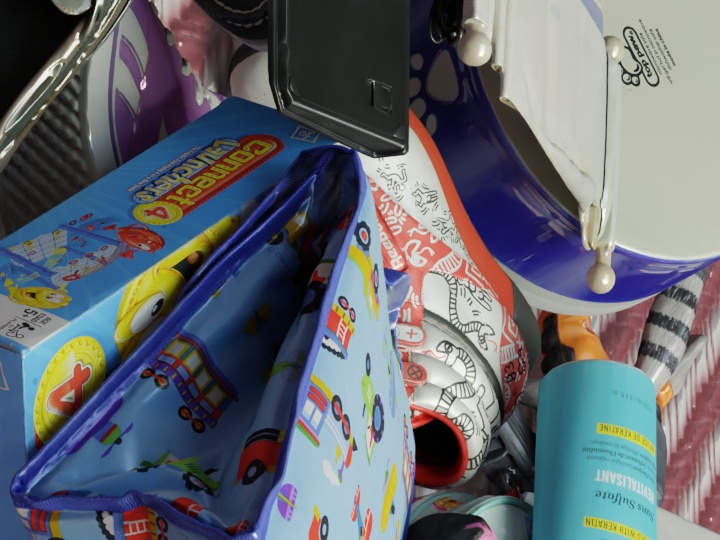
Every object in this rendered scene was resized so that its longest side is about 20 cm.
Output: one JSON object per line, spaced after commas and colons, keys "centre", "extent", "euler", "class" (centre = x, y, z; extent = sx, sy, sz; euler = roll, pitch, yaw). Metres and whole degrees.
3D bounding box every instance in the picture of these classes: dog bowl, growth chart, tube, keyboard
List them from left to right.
{"centre": [0.004, -0.140, 0.942], "extent": [0.127, 0.021, 0.201], "euler": [19, 67, -49], "class": "keyboard"}
{"centre": [0.080, -0.099, 1.036], "extent": [0.200, 0.018, 0.145], "euler": [53, 38, -53], "class": "growth chart"}
{"centre": [0.109, -0.085, 1.175], "extent": [0.200, 0.079, 0.201], "euler": [13, 64, -29], "class": "dog bowl"}
{"centre": [0.095, 0.135, 1.018], "extent": [0.077, 0.050, 0.200], "euler": [20, 55, -25], "class": "tube"}

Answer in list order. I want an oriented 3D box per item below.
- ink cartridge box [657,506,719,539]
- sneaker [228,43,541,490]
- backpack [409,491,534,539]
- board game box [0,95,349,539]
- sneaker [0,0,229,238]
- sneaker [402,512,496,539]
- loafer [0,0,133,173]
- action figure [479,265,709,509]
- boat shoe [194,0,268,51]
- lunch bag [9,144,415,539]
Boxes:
{"centre": [0.106, 0.217, 1.109], "extent": [0.067, 0.200, 0.116], "euler": [24, 31, -20], "class": "ink cartridge box"}
{"centre": [0.001, 0.000, 1.054], "extent": [0.202, 0.067, 0.108], "euler": [53, 38, -21], "class": "sneaker"}
{"centre": [0.018, 0.186, 1.033], "extent": [0.167, 0.126, 0.200], "euler": [60, 39, -25], "class": "backpack"}
{"centre": [-0.081, 0.065, 0.908], "extent": [0.196, 0.056, 0.200], "euler": [-38, 138, -48], "class": "board game box"}
{"centre": [-0.095, -0.080, 0.963], "extent": [0.114, 0.072, 0.201], "euler": [-28, 119, -53], "class": "sneaker"}
{"centre": [0.021, 0.192, 0.903], "extent": [0.086, 0.080, 0.200], "euler": [39, 71, -20], "class": "sneaker"}
{"centre": [-0.119, -0.089, 0.855], "extent": [0.072, 0.063, 0.200], "euler": [28, 92, -12], "class": "loafer"}
{"centre": [0.106, 0.061, 1.198], "extent": [0.200, 0.104, 0.194], "euler": [52, 38, -38], "class": "action figure"}
{"centre": [-0.079, -0.172, 0.952], "extent": [0.060, 0.076, 0.200], "euler": [8, 46, -58], "class": "boat shoe"}
{"centre": [-0.023, 0.065, 0.874], "extent": [0.151, 0.094, 0.200], "euler": [78, 30, -41], "class": "lunch bag"}
